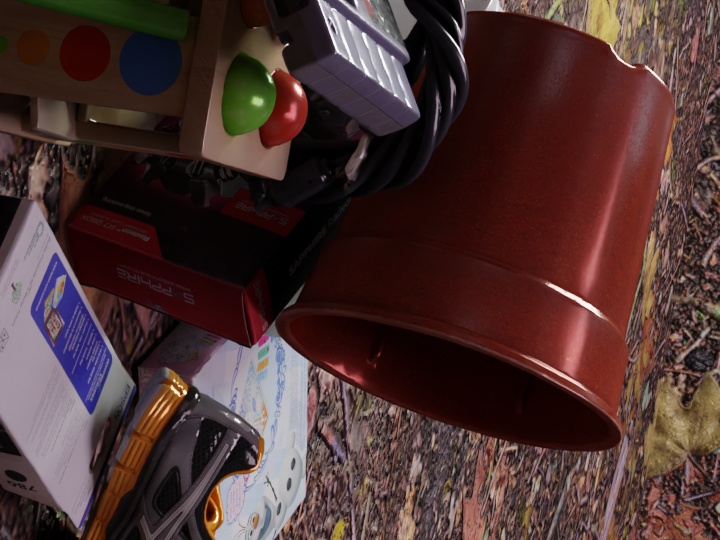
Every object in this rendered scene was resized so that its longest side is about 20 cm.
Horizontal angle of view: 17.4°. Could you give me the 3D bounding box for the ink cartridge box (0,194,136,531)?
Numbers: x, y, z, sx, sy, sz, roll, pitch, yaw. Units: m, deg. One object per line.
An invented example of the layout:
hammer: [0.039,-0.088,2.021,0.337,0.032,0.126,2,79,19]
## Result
ink cartridge box: [-0.177,0.053,1.256,0.200,0.039,0.100,70,33,-55]

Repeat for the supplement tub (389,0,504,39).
supplement tub: [0.032,-0.104,1.536,0.200,0.145,0.146,84,23,-44]

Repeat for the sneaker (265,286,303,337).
sneaker: [0.000,0.000,1.464,0.118,0.200,0.074,84,22,-49]

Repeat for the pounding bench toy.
pounding bench toy: [-0.115,-0.123,1.160,0.200,0.156,0.125,11,89,-73]

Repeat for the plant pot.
plant pot: [0.078,-0.026,1.307,0.201,0.200,0.196,56,51,-66]

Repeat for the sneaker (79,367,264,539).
sneaker: [-0.120,0.151,1.354,0.078,0.077,0.200,-76,-169,-56]

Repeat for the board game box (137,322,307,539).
board game box: [-0.088,0.111,1.562,0.199,0.043,0.200,-51,147,-59]

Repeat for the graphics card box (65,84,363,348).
graphics card box: [-0.062,-0.054,1.356,0.200,0.125,0.051,-50,147,-35]

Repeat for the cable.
cable: [-0.017,-0.136,1.256,0.051,0.163,0.201,13,64,-49]

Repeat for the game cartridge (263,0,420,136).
game cartridge: [-0.029,-0.171,1.143,0.130,0.038,0.200,20,47,-65]
